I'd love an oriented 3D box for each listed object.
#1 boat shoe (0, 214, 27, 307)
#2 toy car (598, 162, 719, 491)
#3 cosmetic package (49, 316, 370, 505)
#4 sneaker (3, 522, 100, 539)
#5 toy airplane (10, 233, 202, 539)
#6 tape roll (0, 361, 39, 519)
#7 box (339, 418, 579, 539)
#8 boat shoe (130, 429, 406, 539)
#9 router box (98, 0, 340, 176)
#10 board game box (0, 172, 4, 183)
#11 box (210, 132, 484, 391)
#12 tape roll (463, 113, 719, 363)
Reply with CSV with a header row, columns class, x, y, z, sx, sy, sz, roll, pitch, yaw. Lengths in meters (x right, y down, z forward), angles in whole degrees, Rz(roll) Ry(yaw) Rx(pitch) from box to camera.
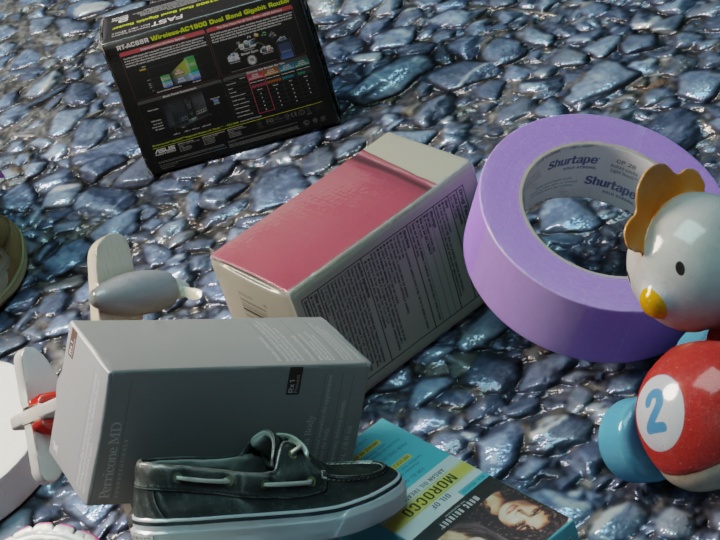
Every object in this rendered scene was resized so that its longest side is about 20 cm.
class,x,y,z,sx,sy,sz,roll,pitch,yaw
boat shoe,-0.355,0.002,1.807,0.074,0.066,0.200,-10,34,12
toy car,0.228,0.026,1.338,0.177,0.200,0.184,-40,12,-29
cosmetic package,-0.104,0.094,1.371,0.200,0.107,0.090,-3,25,-31
sneaker,-0.191,0.235,1.390,0.200,0.081,0.088,-2,35,23
toy airplane,-0.158,0.098,1.463,0.141,0.200,0.199,-15,33,26
tape roll,-0.344,0.150,1.620,0.202,0.037,0.203,-12,34,8
box,0.057,0.177,1.387,0.082,0.049,0.200,-37,38,-26
boat shoe,-0.057,0.142,1.324,0.200,0.071,0.072,-6,8,-31
router box,-0.134,-0.192,1.907,0.200,0.150,0.062,-15,33,3
board game box,-0.412,-0.080,1.826,0.105,0.103,0.200,-36,6,-21
box,0.000,0.000,1.594,0.200,0.128,0.109,-36,37,-26
tape roll,0.182,-0.027,1.531,0.200,0.066,0.200,6,50,-8
